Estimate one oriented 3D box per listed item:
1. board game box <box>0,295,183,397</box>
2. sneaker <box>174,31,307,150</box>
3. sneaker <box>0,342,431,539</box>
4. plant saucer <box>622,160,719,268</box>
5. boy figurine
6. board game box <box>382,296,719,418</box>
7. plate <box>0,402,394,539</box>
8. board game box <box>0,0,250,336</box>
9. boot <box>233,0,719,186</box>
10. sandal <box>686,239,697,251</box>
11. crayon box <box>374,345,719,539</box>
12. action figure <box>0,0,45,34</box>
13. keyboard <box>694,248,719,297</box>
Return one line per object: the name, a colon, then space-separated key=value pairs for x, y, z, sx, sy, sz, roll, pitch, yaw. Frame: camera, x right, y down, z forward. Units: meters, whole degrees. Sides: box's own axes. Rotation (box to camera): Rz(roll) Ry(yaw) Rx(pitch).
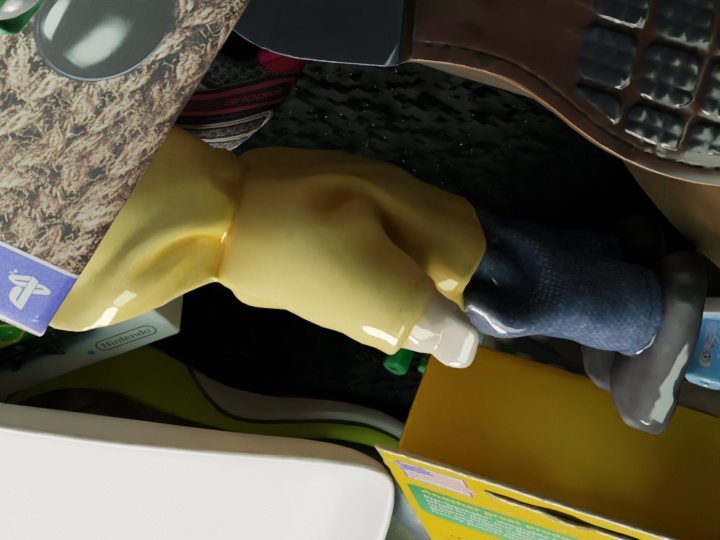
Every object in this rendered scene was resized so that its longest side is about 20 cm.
board game box: x=-0.171 y=-0.032 z=0.869 sx=0.147 sy=0.065 sz=0.200 roll=-20 pitch=137 yaw=28
sneaker: x=-0.098 y=-0.094 z=0.776 sx=0.074 sy=0.081 sz=0.200 roll=-35 pitch=139 yaw=21
sneaker: x=-0.047 y=0.089 z=1.008 sx=0.199 sy=0.081 sz=0.074 roll=16 pitch=143 yaw=-17
plant saucer: x=0.127 y=-0.059 z=0.737 sx=0.199 sy=0.029 sz=0.201 roll=32 pitch=142 yaw=29
boy figurine: x=0.000 y=0.000 z=0.786 sx=0.199 sy=0.124 sz=0.065 roll=8 pitch=106 yaw=-18
board game box: x=0.133 y=0.062 z=0.933 sx=0.199 sy=0.026 sz=0.199 roll=30 pitch=163 yaw=-32
plate: x=-0.097 y=0.106 z=0.943 sx=0.198 sy=0.032 sz=0.200 roll=8 pitch=138 yaw=-3
board game box: x=-0.101 y=-0.115 z=0.649 sx=0.159 sy=0.097 sz=0.201 roll=25 pitch=108 yaw=-27
boot: x=0.064 y=-0.076 z=0.726 sx=0.199 sy=0.097 sz=0.075 roll=17 pitch=106 yaw=8
sandal: x=0.140 y=-0.055 z=0.837 sx=0.075 sy=0.048 sz=0.201 roll=7 pitch=156 yaw=-7
crayon box: x=0.085 y=0.081 z=0.913 sx=0.125 sy=0.052 sz=0.200 roll=17 pitch=166 yaw=15
action figure: x=-0.075 y=-0.116 z=0.571 sx=0.117 sy=0.055 sz=0.201 roll=12 pitch=117 yaw=-26
keyboard: x=0.145 y=-0.022 z=0.842 sx=0.056 sy=0.011 sz=0.200 roll=11 pitch=155 yaw=-6
